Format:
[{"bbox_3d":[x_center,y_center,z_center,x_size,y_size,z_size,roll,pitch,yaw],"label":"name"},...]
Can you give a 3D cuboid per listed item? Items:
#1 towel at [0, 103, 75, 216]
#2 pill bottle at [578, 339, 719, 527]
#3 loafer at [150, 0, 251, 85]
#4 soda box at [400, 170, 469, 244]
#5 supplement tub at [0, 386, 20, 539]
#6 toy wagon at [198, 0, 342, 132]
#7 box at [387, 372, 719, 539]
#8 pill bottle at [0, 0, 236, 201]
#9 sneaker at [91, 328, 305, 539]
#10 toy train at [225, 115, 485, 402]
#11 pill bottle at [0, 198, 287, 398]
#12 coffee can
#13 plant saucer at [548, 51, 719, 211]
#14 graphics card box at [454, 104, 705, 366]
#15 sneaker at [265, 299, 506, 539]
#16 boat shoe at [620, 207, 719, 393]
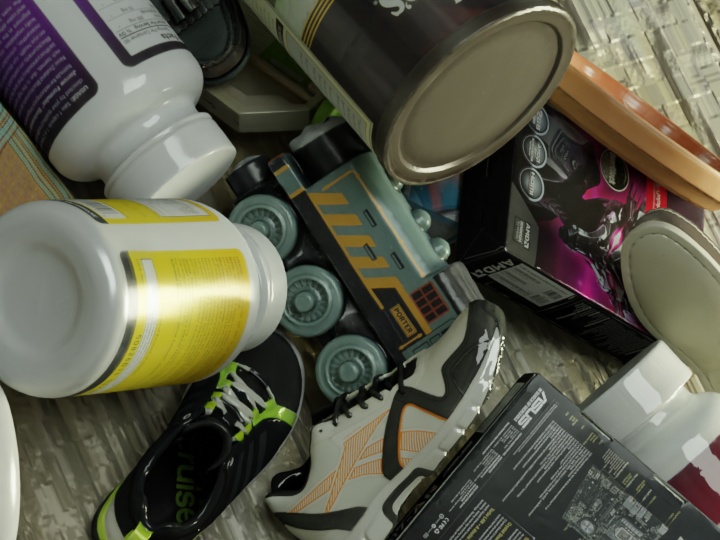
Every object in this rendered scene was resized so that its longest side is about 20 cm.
[{"bbox_3d":[-0.222,-0.042,1.537,0.200,0.022,0.147,53,31,-25],"label":"towel"},{"bbox_3d":[0.226,0.150,1.683,0.200,0.110,0.110,49,57,2],"label":"pill bottle"},{"bbox_3d":[-0.143,-0.204,1.669,0.072,0.063,0.200,-36,66,1],"label":"loafer"},{"bbox_3d":[0.046,-0.112,1.738,0.064,0.068,0.200,22,60,-26],"label":"soda box"},{"bbox_3d":[-0.301,0.121,1.423,0.200,0.145,0.145,0,68,-25],"label":"supplement tub"},{"bbox_3d":[-0.035,-0.174,1.715,0.155,0.040,0.200,37,63,18],"label":"toy wagon"},{"bbox_3d":[0.102,0.188,1.595,0.160,0.044,0.200,40,84,-4],"label":"box"},{"bbox_3d":[-0.169,-0.126,1.609,0.111,0.111,0.200,-31,77,-33],"label":"pill bottle"},{"bbox_3d":[-0.085,0.107,1.570,0.072,0.083,0.200,39,57,-6],"label":"sneaker"},{"bbox_3d":[0.000,0.000,1.635,0.114,0.085,0.200,-33,85,10],"label":"toy train"},{"bbox_3d":[-0.130,0.014,1.514,0.200,0.112,0.112,-2,65,-59],"label":"pill bottle"},{"bbox_3d":[0.016,-0.173,1.607,0.146,0.146,0.200,-23,61,-32],"label":"coffee can"},{"bbox_3d":[0.179,-0.100,1.752,0.200,0.200,0.032,36,99,-7],"label":"plant saucer"},{"bbox_3d":[0.150,-0.023,1.722,0.200,0.051,0.125,29,56,-35],"label":"graphics card box"},{"bbox_3d":[0.016,0.094,1.571,0.080,0.200,0.074,35,15,-4],"label":"sneaker"},{"bbox_3d":[0.236,0.026,1.708,0.200,0.072,0.060,49,41,-29],"label":"boat shoe"}]
